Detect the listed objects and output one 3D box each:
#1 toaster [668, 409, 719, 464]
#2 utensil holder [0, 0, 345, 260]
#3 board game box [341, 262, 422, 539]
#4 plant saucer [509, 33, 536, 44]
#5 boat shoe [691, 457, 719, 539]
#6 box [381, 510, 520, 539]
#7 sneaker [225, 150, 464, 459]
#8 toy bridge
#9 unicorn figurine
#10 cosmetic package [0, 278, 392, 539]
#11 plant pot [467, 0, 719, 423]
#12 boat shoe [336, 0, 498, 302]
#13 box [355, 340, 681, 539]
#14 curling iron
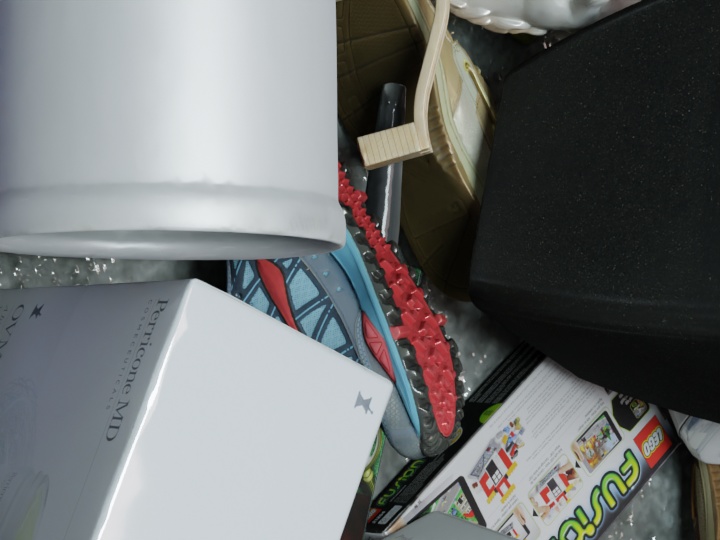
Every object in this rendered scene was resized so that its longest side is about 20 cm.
[{"bbox_3d":[0.243,0.035,1.304,0.199,0.114,0.130,0,57,-23],"label":"toaster"},{"bbox_3d":[-0.091,-0.110,1.033,0.169,0.170,0.201,4,84,-36],"label":"utensil holder"},{"bbox_3d":[-0.032,0.082,1.189,0.104,0.023,0.201,19,78,-32],"label":"board game box"},{"bbox_3d":[0.088,-0.267,1.271,0.200,0.048,0.201,40,66,-28],"label":"plant saucer"},{"bbox_3d":[0.227,0.131,1.355,0.072,0.072,0.201,7,62,-12],"label":"boat shoe"},{"bbox_3d":[0.008,0.240,1.139,0.199,0.106,0.153,-26,106,-23],"label":"box"},{"bbox_3d":[-0.022,0.017,1.131,0.201,0.095,0.079,60,19,18],"label":"sneaker"},{"bbox_3d":[0.009,-0.157,1.162,0.067,0.027,0.201,-14,83,6],"label":"toy bridge"},{"bbox_3d":[0.125,-0.154,1.201,0.200,0.137,0.074,26,59,-42],"label":"unicorn figurine"},{"bbox_3d":[-0.114,0.119,1.018,0.123,0.200,0.200,29,72,-32],"label":"cosmetic package"},{"bbox_3d":[0.171,-0.028,1.174,0.199,0.177,0.201,33,63,-49],"label":"plant pot"},{"bbox_3d":[0.039,-0.084,1.223,0.066,0.074,0.201,-32,104,-51],"label":"boat shoe"},{"bbox_3d":[0.091,0.121,1.271,0.200,0.035,0.110,-44,113,-29],"label":"box"},{"bbox_3d":[0.000,0.000,1.173,0.049,0.026,0.201,15,87,-32],"label":"curling iron"}]
